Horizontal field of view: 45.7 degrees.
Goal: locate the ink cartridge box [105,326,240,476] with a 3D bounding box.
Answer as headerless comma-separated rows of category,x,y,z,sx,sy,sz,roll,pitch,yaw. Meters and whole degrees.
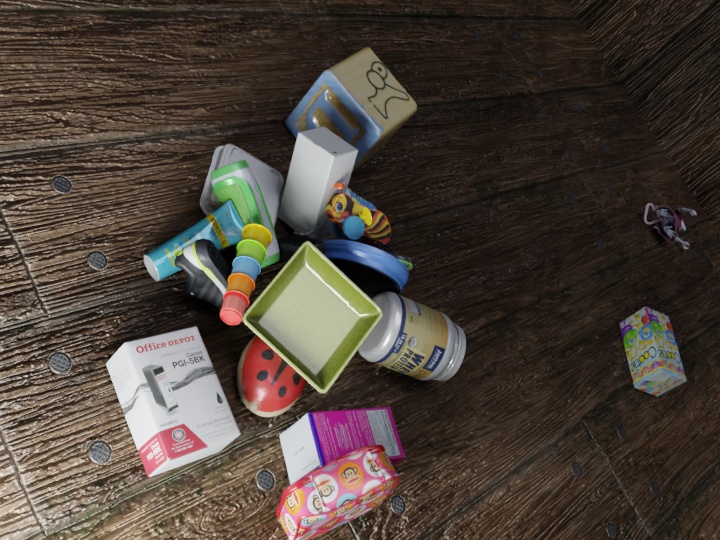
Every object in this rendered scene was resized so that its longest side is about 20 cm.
ink cartridge box,-0.303,0.207,1.384,0.145,0.083,0.203,-11,70,-44

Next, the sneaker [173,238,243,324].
sneaker,-0.273,0.022,1.540,0.072,0.081,0.202,-98,166,-51

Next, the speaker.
speaker,-0.221,-0.104,1.645,0.088,0.087,0.204,-26,99,-48

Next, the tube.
tube,-0.298,-0.050,1.554,0.198,0.050,0.079,-33,103,-30

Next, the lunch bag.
lunch bag,-0.040,0.381,1.425,0.196,0.178,0.083,-18,61,-25

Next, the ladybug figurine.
ladybug figurine,-0.150,0.176,1.551,0.135,0.072,0.202,39,43,-13

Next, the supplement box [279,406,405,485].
supplement box,-0.031,0.316,1.535,0.197,0.101,0.105,5,56,-40

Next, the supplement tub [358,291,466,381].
supplement tub,0.105,0.140,1.752,0.197,0.144,0.147,22,48,-28

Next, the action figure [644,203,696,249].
action figure,1.037,-0.152,2.860,0.147,0.137,0.199,18,14,29

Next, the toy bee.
toy bee,-0.023,-0.115,1.695,0.198,0.129,0.112,3,95,-48

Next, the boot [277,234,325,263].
boot,-0.113,0.022,1.685,0.075,0.199,0.172,-13,103,-24

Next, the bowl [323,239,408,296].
bowl,0.000,0.000,1.729,0.198,0.199,0.040,26,69,-25

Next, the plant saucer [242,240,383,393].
plant saucer,-0.088,0.087,1.544,0.199,0.048,0.201,42,63,-5

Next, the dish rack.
dish rack,-0.232,-0.165,1.750,0.170,0.043,0.203,30,46,-24

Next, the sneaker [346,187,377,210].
sneaker,-0.022,-0.138,1.907,0.202,0.075,0.105,56,29,-5

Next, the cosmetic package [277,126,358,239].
cosmetic package,-0.090,-0.176,1.749,0.107,0.203,0.084,38,35,26

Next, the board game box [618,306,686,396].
board game box,0.799,0.222,2.342,0.101,0.105,0.204,20,48,-28

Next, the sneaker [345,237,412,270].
sneaker,0.029,-0.047,1.790,0.085,0.197,0.077,-60,143,-12

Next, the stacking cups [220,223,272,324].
stacking cups,-0.207,0.010,1.520,0.060,0.060,0.203,30,48,-21

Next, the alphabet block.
alphabet block,-0.020,-0.359,1.965,0.196,0.196,0.200,50,41,-1
